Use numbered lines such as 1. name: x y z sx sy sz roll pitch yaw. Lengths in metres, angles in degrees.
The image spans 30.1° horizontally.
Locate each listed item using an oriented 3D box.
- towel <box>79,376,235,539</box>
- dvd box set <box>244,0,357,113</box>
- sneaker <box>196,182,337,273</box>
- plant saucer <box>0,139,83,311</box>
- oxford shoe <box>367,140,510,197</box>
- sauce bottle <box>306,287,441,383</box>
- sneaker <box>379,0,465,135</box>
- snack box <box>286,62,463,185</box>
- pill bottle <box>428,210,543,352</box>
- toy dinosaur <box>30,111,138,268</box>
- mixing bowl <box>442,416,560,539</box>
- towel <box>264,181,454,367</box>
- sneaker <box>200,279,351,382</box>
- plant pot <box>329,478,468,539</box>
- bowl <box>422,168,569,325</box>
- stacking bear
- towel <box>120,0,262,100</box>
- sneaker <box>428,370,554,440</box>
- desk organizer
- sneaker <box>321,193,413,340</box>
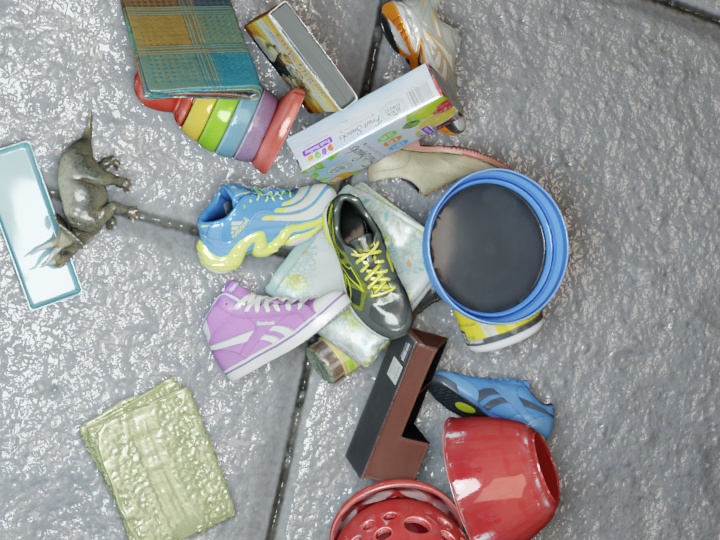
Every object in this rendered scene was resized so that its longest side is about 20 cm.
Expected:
1. towel: -0.251 0.249 1.682 0.148 0.036 0.200 -26 98 -20
2. dvd box set: -0.077 -0.260 1.664 0.029 0.200 0.146 -39 103 -7
3. sneaker: -0.120 -0.075 1.693 0.200 0.076 0.105 -32 139 -17
4. plant saucer: -0.406 -0.054 1.637 0.070 0.019 0.200 -21 97 -20
5. oxford shoe: 0.103 -0.134 1.805 0.200 0.070 0.075 9 89 -10
6. sauce bottle: 0.024 0.072 1.771 0.200 0.065 0.065 -35 101 -16
7. sneaker: 0.109 -0.283 1.804 0.092 0.076 0.200 -28 100 -23
8. snack box: 0.021 -0.181 1.687 0.200 0.142 0.053 -27 79 11
9. pill bottle: 0.164 0.001 1.799 0.112 0.112 0.200 -24 97 -19
10. toy dinosaur: -0.331 -0.099 1.626 0.102 0.077 0.200 6 86 -46
11. mixing bowl: 0.195 0.273 1.749 0.108 0.200 0.200 -19 97 16
12. towel: 0.000 0.000 1.733 0.171 0.048 0.200 35 76 15
13. sneaker: -0.115 0.050 1.674 0.200 0.073 0.114 -29 91 20
14. plant pot: 0.050 0.381 1.695 0.200 0.183 0.200 -4 119 -7
15. bowl: 0.171 -0.030 1.721 0.201 0.039 0.201 1 87 -21
16. stacking bear: -0.187 -0.211 1.676 0.200 0.121 0.114 24 85 -10
17. towel: -0.210 -0.277 1.644 0.147 0.022 0.200 -3 46 -20
18. sneaker: 0.181 0.173 1.835 0.200 0.066 0.078 28 68 -18
19. desk organizer: 0.058 0.178 1.749 0.077 0.072 0.200 16 103 -23
20. sneaker: 0.004 -0.006 1.663 0.074 0.085 0.200 -26 80 -7
